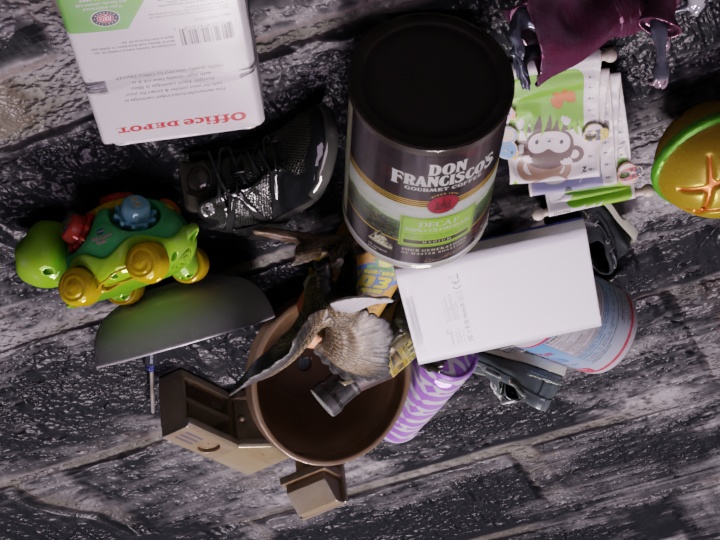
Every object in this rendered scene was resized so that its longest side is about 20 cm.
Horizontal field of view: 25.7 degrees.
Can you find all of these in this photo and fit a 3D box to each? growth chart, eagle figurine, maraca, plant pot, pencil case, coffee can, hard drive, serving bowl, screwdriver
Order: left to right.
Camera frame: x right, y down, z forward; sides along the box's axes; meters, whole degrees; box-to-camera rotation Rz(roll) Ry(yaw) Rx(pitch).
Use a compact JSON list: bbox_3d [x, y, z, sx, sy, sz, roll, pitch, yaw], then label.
[{"bbox_3d":[-0.253,0.126,1.885,0.029,0.028,0.201,-28,155,-27],"label":"screwdriver"},{"bbox_3d":[-0.195,0.046,1.684,0.198,0.067,0.200,-17,-179,0],"label":"serving bowl"},{"bbox_3d":[-0.049,0.115,1.814,0.199,0.203,0.093,8,-174,-26],"label":"plant pot"},{"bbox_3d":[-0.040,0.051,1.594,0.150,0.151,0.202,18,115,12],"label":"eagle figurine"},{"bbox_3d":[0.071,0.138,1.941,0.085,0.084,0.200,34,139,0],"label":"pencil case"},{"bbox_3d":[0.057,-0.115,1.437,0.145,0.148,0.201,-5,151,-5],"label":"coffee can"},{"bbox_3d":[0.143,0.023,1.636,0.198,0.025,0.133,-12,127,5],"label":"hard drive"},{"bbox_3d":[0.198,-0.130,1.524,0.143,0.018,0.201,-16,130,7],"label":"growth chart"},{"bbox_3d":[0.375,-0.108,1.568,0.198,0.108,0.137,7,141,-33],"label":"maraca"}]

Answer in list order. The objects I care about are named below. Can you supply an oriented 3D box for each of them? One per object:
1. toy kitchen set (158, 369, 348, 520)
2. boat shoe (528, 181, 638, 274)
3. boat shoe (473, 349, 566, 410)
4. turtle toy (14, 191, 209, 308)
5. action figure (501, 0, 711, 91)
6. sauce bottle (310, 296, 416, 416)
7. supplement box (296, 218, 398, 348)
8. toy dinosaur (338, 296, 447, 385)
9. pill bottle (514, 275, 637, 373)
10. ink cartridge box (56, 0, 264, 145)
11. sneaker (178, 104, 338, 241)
[{"bbox_3d":[-0.109,0.198,1.912,0.199,0.165,0.180,-25,146,26],"label":"toy kitchen set"},{"bbox_3d":[0.225,-0.048,1.652,0.074,0.067,0.199,22,174,34],"label":"boat shoe"},{"bbox_3d":[0.174,0.129,1.888,0.072,0.062,0.200,18,174,-25],"label":"boat shoe"},{"bbox_3d":[-0.251,-0.019,1.564,0.198,0.102,0.146,-18,175,14],"label":"turtle toy"},{"bbox_3d":[0.219,-0.232,1.362,0.198,0.134,0.150,-24,106,3],"label":"action figure"},{"bbox_3d":[0.031,0.083,1.760,0.200,0.066,0.066,-42,149,-7],"label":"sauce bottle"},{"bbox_3d":[0.000,0.000,1.670,0.066,0.069,0.201,7,135,-24],"label":"supplement box"},{"bbox_3d":[0.066,0.061,1.714,0.088,0.201,0.047,33,177,0],"label":"toy dinosaur"},{"bbox_3d":[0.214,0.043,1.781,0.199,0.110,0.108,21,139,-39],"label":"pill bottle"},{"bbox_3d":[-0.161,-0.200,1.298,0.144,0.085,0.201,-7,150,-1],"label":"ink cartridge box"},{"bbox_3d":[-0.101,-0.093,1.504,0.113,0.077,0.199,4,154,-33],"label":"sneaker"}]
